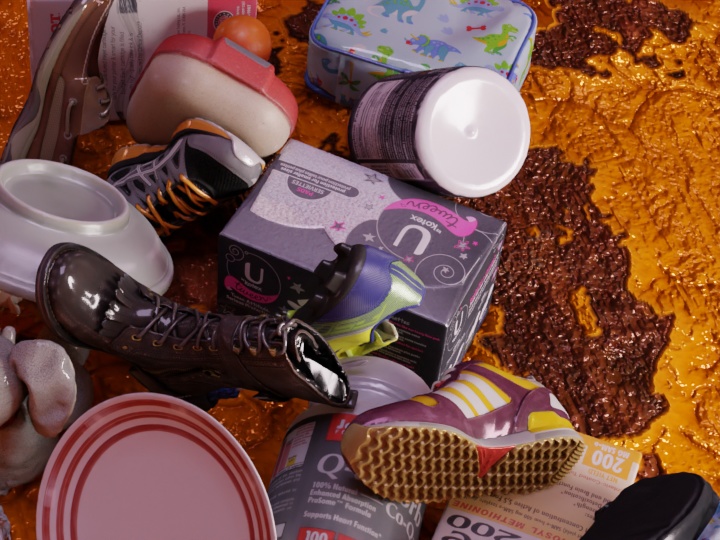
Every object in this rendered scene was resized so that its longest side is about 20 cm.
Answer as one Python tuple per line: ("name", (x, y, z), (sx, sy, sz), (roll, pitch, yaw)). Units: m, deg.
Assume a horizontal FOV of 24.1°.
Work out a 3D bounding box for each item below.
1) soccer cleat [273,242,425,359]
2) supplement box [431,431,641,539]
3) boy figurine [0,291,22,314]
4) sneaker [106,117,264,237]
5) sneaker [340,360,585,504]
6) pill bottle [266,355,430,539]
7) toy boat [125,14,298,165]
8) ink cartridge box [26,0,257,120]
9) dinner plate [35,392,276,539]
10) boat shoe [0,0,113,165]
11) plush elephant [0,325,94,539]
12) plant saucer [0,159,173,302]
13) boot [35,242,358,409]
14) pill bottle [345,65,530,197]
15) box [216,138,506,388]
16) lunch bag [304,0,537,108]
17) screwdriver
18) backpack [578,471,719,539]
("soccer cleat", (-0.020, 0.050, 1.280), (0.083, 0.200, 0.065), (25, 52, -14))
("supplement box", (0.117, 0.206, 1.229), (0.125, 0.074, 0.201), (18, 49, 10))
("boy figurine", (-0.287, -0.020, 1.385), (0.198, 0.065, 0.125), (16, 50, 2))
("sneaker", (-0.151, -0.066, 1.389), (0.078, 0.199, 0.078), (39, 59, -25))
("sneaker", (0.061, 0.108, 1.194), (0.199, 0.075, 0.090), (8, 37, -35))
("pill bottle", (-0.011, 0.167, 1.219), (0.115, 0.116, 0.201), (13, 49, 4))
("toy boat", (-0.117, -0.158, 1.430), (0.130, 0.200, 0.131), (29, 68, -11))
("ink cartridge box", (-0.197, -0.214, 1.510), (0.198, 0.145, 0.085), (-5, 46, -11))
("dinner plate", (-0.139, 0.183, 1.162), (0.200, 0.201, 0.024), (34, 19, 22))
("boat shoe", (-0.244, -0.148, 1.428), (0.071, 0.201, 0.076), (23, 28, -11))
("plush elephant", (-0.276, 0.082, 1.232), (0.163, 0.155, 0.201), (-3, 49, -9))
("plant saucer", (-0.233, -0.040, 1.289), (0.199, 0.051, 0.200), (18, 22, -8))
("boot", (-0.110, 0.040, 1.177), (0.173, 0.200, 0.070), (1, 64, 38))
("pill bottle", (0.054, -0.116, 1.431), (0.105, 0.107, 0.200), (-16, 10, -20))
("box", (0.000, 0.000, 1.368), (0.199, 0.115, 0.132), (23, 50, 12))
("lunch bag", (0.059, -0.208, 1.579), (0.199, 0.083, 0.161), (18, 50, 9))
("screwdriver", (-0.080, 0.089, 1.273), (0.199, 0.028, 0.029), (-9, 48, 32))
("backpack", (0.238, 0.252, 1.141), (0.153, 0.201, 0.163), (-15, 10, 39))
